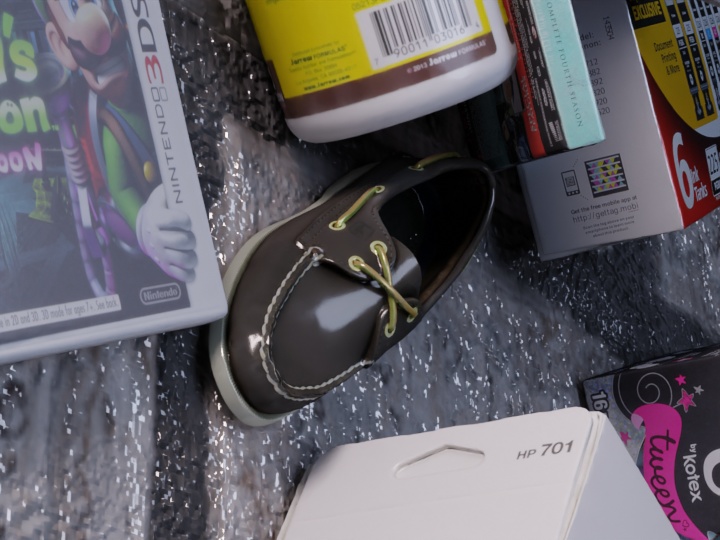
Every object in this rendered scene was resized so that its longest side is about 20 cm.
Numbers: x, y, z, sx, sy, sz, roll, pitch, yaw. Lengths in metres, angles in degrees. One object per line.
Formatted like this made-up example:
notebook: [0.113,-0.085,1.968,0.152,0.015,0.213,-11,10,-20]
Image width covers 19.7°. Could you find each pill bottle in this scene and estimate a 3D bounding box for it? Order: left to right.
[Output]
pill bottle: [-0.009,-0.164,0.906,0.109,0.109,0.200,-31,106,-58]

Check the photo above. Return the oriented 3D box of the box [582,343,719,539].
box: [0.218,0.141,1.154,0.132,0.115,0.200,-10,86,-60]

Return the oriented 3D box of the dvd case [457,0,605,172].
dvd case: [0.065,-0.121,0.983,0.200,0.022,0.146,170,-94,-81]

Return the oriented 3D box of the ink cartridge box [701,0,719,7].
ink cartridge box: [0.100,-0.221,0.997,0.200,0.144,0.085,30,91,-44]

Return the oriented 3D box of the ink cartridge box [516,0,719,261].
ink cartridge box: [0.143,-0.112,1.140,0.200,0.084,0.176,-26,102,-65]

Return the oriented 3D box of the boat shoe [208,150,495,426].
boat shoe: [0.000,0.000,0.904,0.072,0.060,0.201,66,32,-18]

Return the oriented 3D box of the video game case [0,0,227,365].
video game case: [-0.128,-0.059,0.754,0.200,0.023,0.182,-11,87,-59]

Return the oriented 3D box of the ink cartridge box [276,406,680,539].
ink cartridge box: [0.072,0.165,0.874,0.200,0.146,0.086,56,38,-30]
